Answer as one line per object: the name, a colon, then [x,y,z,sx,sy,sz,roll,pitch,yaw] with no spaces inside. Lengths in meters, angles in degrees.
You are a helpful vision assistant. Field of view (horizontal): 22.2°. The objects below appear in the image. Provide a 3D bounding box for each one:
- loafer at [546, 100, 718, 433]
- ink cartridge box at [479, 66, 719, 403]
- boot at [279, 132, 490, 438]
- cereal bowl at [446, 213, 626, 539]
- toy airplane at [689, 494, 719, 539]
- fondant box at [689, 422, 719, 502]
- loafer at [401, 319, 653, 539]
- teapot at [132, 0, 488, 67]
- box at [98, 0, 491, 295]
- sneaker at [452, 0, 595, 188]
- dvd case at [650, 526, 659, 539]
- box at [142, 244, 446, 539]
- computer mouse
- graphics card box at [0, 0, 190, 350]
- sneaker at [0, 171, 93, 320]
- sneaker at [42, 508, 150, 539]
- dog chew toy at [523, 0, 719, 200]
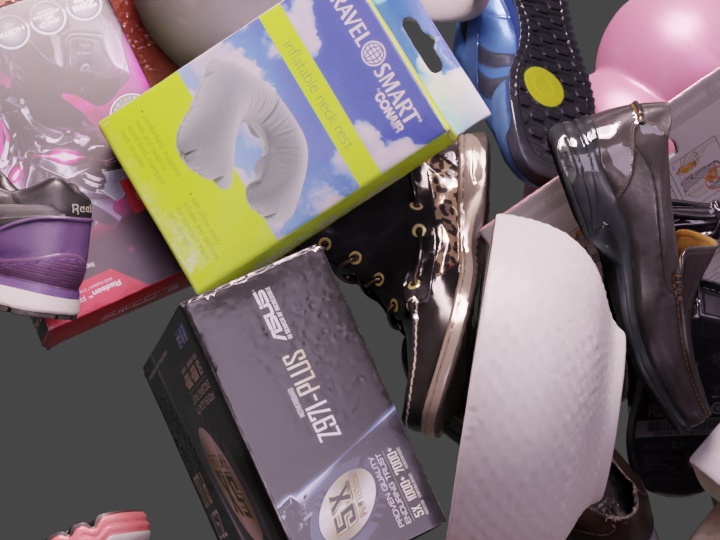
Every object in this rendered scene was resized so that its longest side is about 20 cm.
loafer: [0.172,0.000,1.050,0.072,0.073,0.201,-21,111,5]
ink cartridge box: [0.183,-0.026,1.135,0.199,0.045,0.177,-33,123,0]
boot: [0.000,0.000,1.123,0.149,0.073,0.202,6,67,6]
cereal bowl: [0.098,0.074,1.009,0.082,0.200,0.202,8,74,5]
toy airplane: [0.311,0.111,1.181,0.198,0.141,0.201,-4,62,22]
fondant box: [0.313,0.089,1.071,0.200,0.058,0.144,-48,55,-5]
loafer: [0.109,0.093,1.139,0.200,0.071,0.073,41,70,14]
teapot: [-0.048,-0.209,1.146,0.199,0.146,0.199,-26,84,-19]
box: [-0.038,-0.087,1.077,0.199,0.048,0.123,-33,83,7]
sneaker: [0.097,-0.123,1.175,0.065,0.078,0.202,15,50,-27]
dvd case: [0.110,0.231,1.145,0.198,0.025,0.152,-19,82,-18]
box: [-0.045,0.096,1.044,0.086,0.200,0.165,-23,84,-17]
computer mouse: [0.225,0.039,1.131,0.139,0.046,0.202,-8,112,-1]
graphics card box: [-0.178,-0.069,1.130,0.125,0.051,0.201,-23,82,-18]
sneaker: [-0.248,-0.034,1.066,0.198,0.076,0.088,12,92,8]
sneaker: [-0.200,0.208,1.046,0.199,0.074,0.087,-22,84,-18]
dog chew toy: [0.181,-0.090,1.194,0.124,0.125,0.200,41,83,-2]
